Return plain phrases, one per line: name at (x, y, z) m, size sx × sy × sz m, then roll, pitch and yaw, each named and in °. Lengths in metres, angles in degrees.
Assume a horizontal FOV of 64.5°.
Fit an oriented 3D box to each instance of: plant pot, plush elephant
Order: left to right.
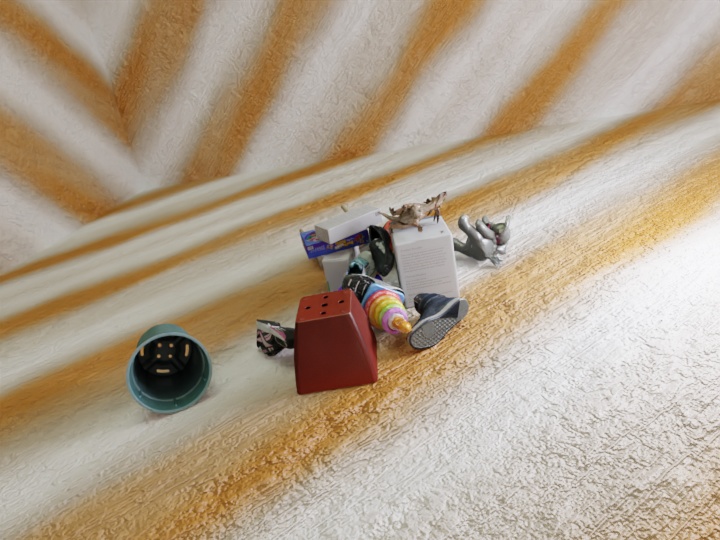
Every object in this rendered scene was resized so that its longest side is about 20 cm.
plant pot at (-0.492, 0.231, 1.454) m, size 0.198 × 0.203 × 0.196 m, roll -20°, pitch 16°, yaw -19°
plant pot at (-0.070, 0.160, 1.404) m, size 0.197 × 0.178 × 0.200 m, roll -9°, pitch 24°, yaw 5°
plush elephant at (0.409, -0.113, 1.825) m, size 0.199 × 0.166 × 0.155 m, roll 37°, pitch 61°, yaw 24°

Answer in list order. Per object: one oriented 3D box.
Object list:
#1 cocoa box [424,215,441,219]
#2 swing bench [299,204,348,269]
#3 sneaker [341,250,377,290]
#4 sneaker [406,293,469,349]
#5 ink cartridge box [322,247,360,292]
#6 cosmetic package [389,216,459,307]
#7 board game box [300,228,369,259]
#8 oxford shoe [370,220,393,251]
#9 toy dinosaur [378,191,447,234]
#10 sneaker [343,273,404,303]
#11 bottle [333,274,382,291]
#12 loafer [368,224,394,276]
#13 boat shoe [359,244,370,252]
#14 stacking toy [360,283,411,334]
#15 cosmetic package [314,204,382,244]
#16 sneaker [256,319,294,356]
cocoa box at (0.200, -0.083, 1.880) m, size 0.132 × 0.133 × 0.200 m, roll -3°, pitch 24°, yaw 19°
swing bench at (-0.092, -0.114, 2.060) m, size 0.197 × 0.131 × 0.200 m, roll -29°, pitch 28°, yaw -8°
sneaker at (0.000, 0.000, 1.644) m, size 0.077 × 0.087 × 0.201 m, roll 9°, pitch 43°, yaw 13°
sneaker at (0.167, 0.128, 1.495) m, size 0.201 × 0.078 × 0.146 m, roll -30°, pitch 25°, yaw -28°
ink cartridge box at (-0.052, -0.008, 1.815) m, size 0.086 × 0.147 × 0.200 m, roll -6°, pitch 24°, yaw 13°
cosmetic package at (0.186, -0.028, 1.676) m, size 0.165 × 0.202 × 0.167 m, roll -10°, pitch 23°, yaw 2°
board game box at (-0.083, -0.104, 1.802) m, size 0.198 × 0.045 × 0.135 m, roll -15°, pitch 24°, yaw -8°
oxford shoe at (0.073, -0.075, 1.917) m, size 0.201 × 0.071 × 0.073 m, roll -60°, pitch 12°, yaw -2°
toy dinosaur at (0.154, -0.160, 1.642) m, size 0.198 × 0.087 × 0.135 m, roll -7°, pitch 13°, yaw 41°
sneaker at (0.028, 0.054, 1.581) m, size 0.199 × 0.075 × 0.079 m, roll 21°, pitch 7°, yaw -36°
bottle at (-0.024, 0.076, 1.690) m, size 0.198 × 0.084 × 0.065 m, roll -21°, pitch 13°, yaw -18°
loafer at (0.054, -0.061, 1.683) m, size 0.068 × 0.070 × 0.202 m, roll -45°, pitch 31°, yaw 29°
boat shoe at (0.059, -0.076, 2.017) m, size 0.199 × 0.057 × 0.069 m, roll -18°, pitch 13°, yaw 40°
stacking toy at (0.082, 0.120, 1.465) m, size 0.115 × 0.111 × 0.200 m, roll 20°, pitch 8°, yaw -23°
cosmetic package at (-0.035, -0.143, 1.746) m, size 0.199 × 0.051 × 0.082 m, roll -25°, pitch 29°, yaw -27°
sneaker at (-0.224, 0.191, 1.530) m, size 0.080 × 0.088 × 0.199 m, roll 9°, pitch 1°, yaw -29°
